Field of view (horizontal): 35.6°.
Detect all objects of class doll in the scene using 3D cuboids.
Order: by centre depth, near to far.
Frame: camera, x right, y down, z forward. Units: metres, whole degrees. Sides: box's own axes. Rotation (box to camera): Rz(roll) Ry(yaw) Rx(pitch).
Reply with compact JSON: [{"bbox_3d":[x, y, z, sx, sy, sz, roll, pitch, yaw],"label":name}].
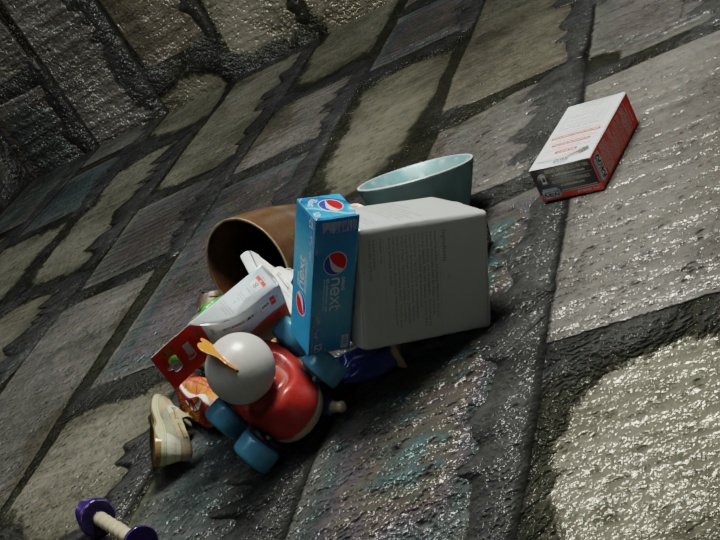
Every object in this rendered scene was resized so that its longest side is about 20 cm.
[{"bbox_3d":[-0.031,0.156,1.587,0.199,0.049,0.137,-29,33,9],"label":"doll"}]

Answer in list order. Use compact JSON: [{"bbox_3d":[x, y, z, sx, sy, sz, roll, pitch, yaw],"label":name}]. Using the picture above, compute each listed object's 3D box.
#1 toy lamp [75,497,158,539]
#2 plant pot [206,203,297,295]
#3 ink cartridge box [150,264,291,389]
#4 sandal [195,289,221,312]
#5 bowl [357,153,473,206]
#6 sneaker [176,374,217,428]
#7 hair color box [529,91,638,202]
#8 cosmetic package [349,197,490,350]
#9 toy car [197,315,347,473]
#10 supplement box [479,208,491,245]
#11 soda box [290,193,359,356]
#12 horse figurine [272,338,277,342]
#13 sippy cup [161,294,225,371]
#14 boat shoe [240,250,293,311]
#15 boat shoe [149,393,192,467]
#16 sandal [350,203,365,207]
[{"bbox_3d":[-0.350,0.361,1.576,0.058,0.058,0.199,-42,24,-24],"label":"toy lamp"},{"bbox_3d":[-0.141,-0.041,1.995,0.186,0.189,0.200,-11,16,40],"label":"plant pot"},{"bbox_3d":[-0.190,0.095,1.585,0.200,0.050,0.162,-43,-18,-12],"label":"ink cartridge box"},{"bbox_3d":[-0.275,0.055,2.097,0.079,0.058,0.201,-12,30,40],"label":"sandal"},{"bbox_3d":[0.103,-0.114,1.853,0.199,0.106,0.201,-16,10,3],"label":"bowl"},{"bbox_3d":[-0.241,0.201,1.769,0.077,0.074,0.199,-18,19,-27],"label":"sneaker"},{"bbox_3d":[0.358,-0.198,1.787,0.110,0.064,0.200,-11,30,39],"label":"hair color box"},{"bbox_3d":[0.056,-0.002,1.556,0.198,0.167,0.165,-8,14,-22],"label":"cosmetic package"},{"bbox_3d":[-0.156,0.135,1.518,0.185,0.200,0.177,-50,42,-3],"label":"toy car"},{"bbox_3d":[0.093,-0.035,1.741,0.198,0.061,0.109,-4,34,25],"label":"supplement box"},{"bbox_3d":[-0.048,0.006,1.466,0.064,0.202,0.068,-8,31,-24],"label":"soda box"},{"bbox_3d":[-0.160,0.138,1.727,0.131,0.050,0.200,-6,34,-28],"label":"horse figurine"},{"bbox_3d":[-0.231,0.113,1.844,0.130,0.177,0.141,-15,54,59],"label":"sippy cup"},{"bbox_3d":[-0.125,0.031,1.843,0.070,0.071,0.200,-35,57,-7],"label":"boat shoe"},{"bbox_3d":[-0.293,0.247,1.734,0.064,0.073,0.200,1,13,-13],"label":"boat shoe"},{"bbox_3d":[-0.007,0.001,1.688,0.078,0.209,0.059,-15,-8,24],"label":"sandal"}]
